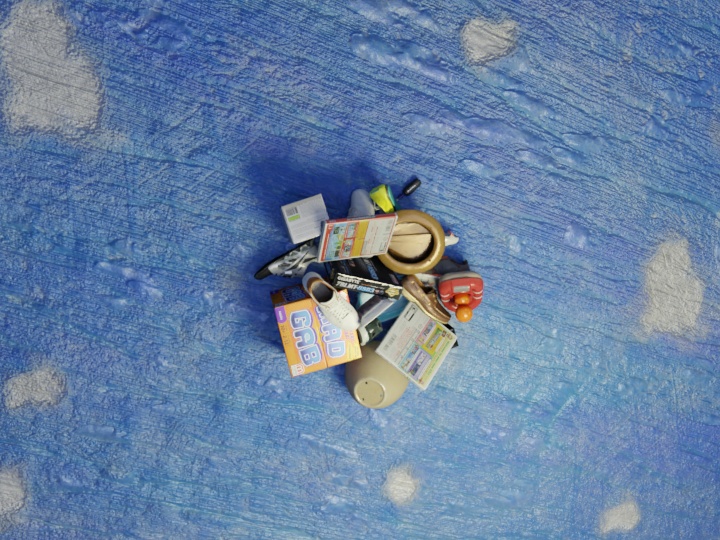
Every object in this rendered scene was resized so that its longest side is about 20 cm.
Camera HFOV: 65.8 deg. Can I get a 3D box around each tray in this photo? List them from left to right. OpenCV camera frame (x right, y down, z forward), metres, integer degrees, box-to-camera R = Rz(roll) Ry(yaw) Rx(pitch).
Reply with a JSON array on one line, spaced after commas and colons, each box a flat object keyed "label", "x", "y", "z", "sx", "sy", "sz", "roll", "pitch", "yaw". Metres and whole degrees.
[{"label": "tray", "x": 0.029, "y": 0.103, "z": 1.532, "sx": 0.107, "sy": 0.200, "sz": 0.022, "roll": -40, "pitch": 96, "yaw": -3}]

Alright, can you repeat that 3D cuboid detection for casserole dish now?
[{"label": "casserole dish", "x": 0.078, "y": 0.084, "z": 1.680, "sx": 0.199, "sy": 0.039, "sz": 0.122, "roll": -19, "pitch": 103, "yaw": -8}]

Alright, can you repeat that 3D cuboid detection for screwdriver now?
[{"label": "screwdriver", "x": 0.098, "y": -0.202, "z": 1.638, "sx": 0.200, "sy": 0.028, "sz": 0.029, "roll": -38, "pitch": 135, "yaw": 0}]

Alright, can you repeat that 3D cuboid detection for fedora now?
[{"label": "fedora", "x": 0.139, "y": -0.086, "z": 1.581, "sx": 0.200, "sy": 0.082, "sz": 0.201, "roll": 1, "pitch": 105, "yaw": 3}]

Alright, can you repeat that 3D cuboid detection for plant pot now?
[{"label": "plant pot", "x": 0.040, "y": 0.326, "z": 1.633, "sx": 0.199, "sy": 0.135, "sz": 0.201, "roll": 4, "pitch": 109, "yaw": 11}]

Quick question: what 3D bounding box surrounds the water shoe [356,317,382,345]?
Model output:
[{"label": "water shoe", "x": 0.025, "y": 0.173, "z": 1.601, "sx": 0.079, "sy": 0.200, "sz": 0.072, "roll": -23, "pitch": 89, "yaw": -5}]

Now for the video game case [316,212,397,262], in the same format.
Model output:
[{"label": "video game case", "x": -0.010, "y": -0.086, "z": 1.459, "sx": 0.199, "sy": 0.017, "sz": 0.143, "roll": -8, "pitch": 141, "yaw": -21}]

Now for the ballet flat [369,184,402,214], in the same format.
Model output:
[{"label": "ballet flat", "x": 0.077, "y": -0.179, "z": 1.584, "sx": 0.067, "sy": 0.200, "sz": 0.067, "roll": -17, "pitch": 61, "yaw": 14}]

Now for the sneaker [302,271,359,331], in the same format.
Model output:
[{"label": "sneaker", "x": -0.071, "y": 0.093, "z": 1.419, "sx": 0.073, "sy": 0.085, "sz": 0.200, "roll": -45, "pitch": 111, "yaw": -3}]

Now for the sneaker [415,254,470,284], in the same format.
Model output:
[{"label": "sneaker", "x": 0.238, "y": -0.005, "z": 1.691, "sx": 0.199, "sy": 0.077, "sz": 0.082, "roll": 2, "pitch": 72, "yaw": -11}]

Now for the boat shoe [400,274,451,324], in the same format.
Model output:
[{"label": "boat shoe", "x": 0.197, "y": 0.082, "z": 1.640, "sx": 0.200, "sy": 0.072, "sz": 0.068, "roll": 39, "pitch": 108, "yaw": -12}]

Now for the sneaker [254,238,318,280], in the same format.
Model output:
[{"label": "sneaker", "x": -0.203, "y": -0.007, "z": 1.587, "sx": 0.199, "sy": 0.074, "sz": 0.089, "roll": -27, "pitch": 103, "yaw": -5}]

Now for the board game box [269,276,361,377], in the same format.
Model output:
[{"label": "board game box", "x": -0.130, "y": 0.149, "z": 1.565, "sx": 0.199, "sy": 0.200, "sz": 0.201, "roll": -14, "pitch": 103, "yaw": -9}]

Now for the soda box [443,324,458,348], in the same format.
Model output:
[{"label": "soda box", "x": 0.194, "y": 0.228, "z": 1.713, "sx": 0.199, "sy": 0.071, "sz": 0.064, "roll": -19, "pitch": 105, "yaw": -7}]

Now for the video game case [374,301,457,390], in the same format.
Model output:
[{"label": "video game case", "x": 0.166, "y": 0.215, "z": 1.629, "sx": 0.182, "sy": 0.022, "sz": 0.200, "roll": 39, "pitch": 63, "yaw": -2}]

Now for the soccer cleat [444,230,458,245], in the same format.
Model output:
[{"label": "soccer cleat", "x": 0.192, "y": -0.083, "z": 1.660, "sx": 0.199, "sy": 0.069, "sz": 0.078, "roll": 1, "pitch": 105, "yaw": -4}]

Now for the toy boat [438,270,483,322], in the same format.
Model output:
[{"label": "toy boat", "x": 0.299, "y": 0.089, "z": 1.639, "sx": 0.130, "sy": 0.200, "sz": 0.131, "roll": -6, "pitch": 69, "yaw": 10}]

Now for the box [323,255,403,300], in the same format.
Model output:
[{"label": "box", "x": 0.000, "y": 0.000, "z": 1.553, "sx": 0.198, "sy": 0.200, "sz": 0.050, "roll": 12, "pitch": 113, "yaw": -19}]

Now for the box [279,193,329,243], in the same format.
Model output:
[{"label": "box", "x": -0.150, "y": -0.137, "z": 1.506, "sx": 0.112, "sy": 0.200, "sz": 0.102, "roll": -19, "pitch": 96, "yaw": -9}]

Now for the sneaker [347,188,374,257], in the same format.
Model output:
[{"label": "sneaker", "x": -0.023, "y": -0.137, "z": 1.561, "sx": 0.115, "sy": 0.074, "sz": 0.201, "roll": 0, "pitch": 78, "yaw": -39}]
